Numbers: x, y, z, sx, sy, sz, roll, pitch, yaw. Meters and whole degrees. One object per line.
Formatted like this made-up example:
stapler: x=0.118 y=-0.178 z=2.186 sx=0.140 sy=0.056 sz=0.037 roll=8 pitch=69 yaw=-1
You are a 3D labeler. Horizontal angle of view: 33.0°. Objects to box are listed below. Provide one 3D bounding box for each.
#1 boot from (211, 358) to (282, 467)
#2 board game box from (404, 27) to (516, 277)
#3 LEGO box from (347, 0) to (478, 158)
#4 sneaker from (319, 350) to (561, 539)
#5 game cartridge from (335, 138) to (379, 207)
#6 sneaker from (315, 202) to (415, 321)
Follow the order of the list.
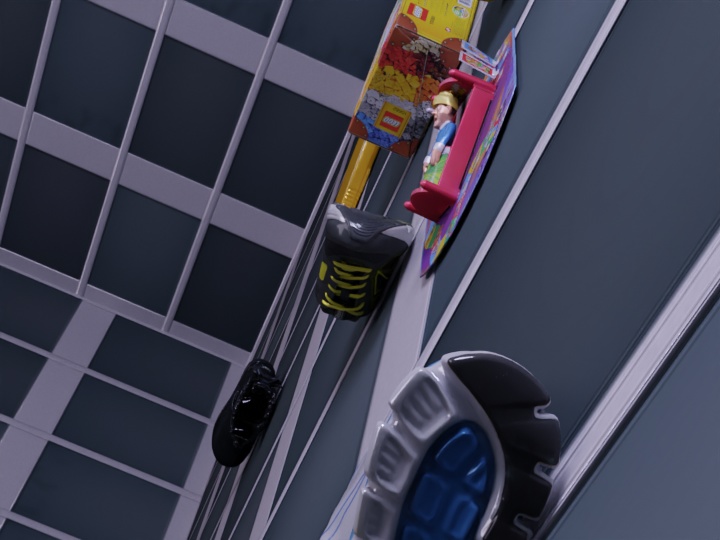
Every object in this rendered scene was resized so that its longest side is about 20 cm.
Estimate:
boot: x=-0.182 y=0.237 z=1.901 sx=0.163 sy=0.073 sz=0.200 roll=-113 pitch=46 yaw=-79
board game box: x=0.061 y=-0.092 z=0.872 sx=0.201 sy=0.039 sz=0.159 roll=-76 pitch=10 yaw=-62
LEGO box: x=0.064 y=-0.247 z=1.309 sx=0.201 sy=0.076 sz=0.150 roll=-73 pitch=7 yaw=-45
sneaker: x=0.008 y=0.118 z=0.430 sx=0.201 sy=0.074 sz=0.087 roll=-60 pitch=-2 yaw=5
game cartridge: x=0.001 y=-0.168 z=1.943 sx=0.176 sy=0.032 sz=0.202 roll=153 pitch=137 yaw=-82
sneaker: x=0.000 y=0.000 z=1.034 sx=0.200 sy=0.074 sz=0.086 roll=86 pitch=-160 yaw=-81
